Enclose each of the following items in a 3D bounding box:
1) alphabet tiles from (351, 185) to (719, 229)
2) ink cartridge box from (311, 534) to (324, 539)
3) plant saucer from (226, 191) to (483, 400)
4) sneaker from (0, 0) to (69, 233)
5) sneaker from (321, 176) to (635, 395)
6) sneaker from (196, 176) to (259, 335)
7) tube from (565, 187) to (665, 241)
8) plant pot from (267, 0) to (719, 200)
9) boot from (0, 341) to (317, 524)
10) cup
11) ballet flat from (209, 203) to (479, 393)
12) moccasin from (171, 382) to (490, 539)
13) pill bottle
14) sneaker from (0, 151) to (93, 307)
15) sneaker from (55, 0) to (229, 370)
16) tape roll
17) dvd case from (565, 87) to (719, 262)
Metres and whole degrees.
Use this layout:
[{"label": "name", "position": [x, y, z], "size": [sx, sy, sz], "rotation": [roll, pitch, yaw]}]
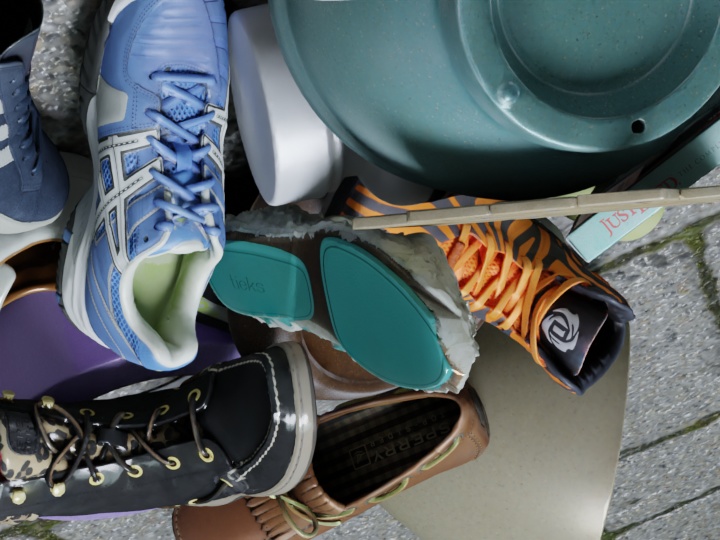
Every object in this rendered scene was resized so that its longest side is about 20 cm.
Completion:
[{"label": "alphabet tiles", "position": [0.095, -0.028, 0.755], "size": [0.165, 0.006, 0.200], "rotation": [-5, 180, 19]}, {"label": "ink cartridge box", "position": [-0.060, 0.204, 1.187], "size": [0.067, 0.201, 0.116], "rotation": [-11, 150, -14]}, {"label": "plant saucer", "position": [0.020, -0.007, 0.979], "size": [0.199, 0.032, 0.202], "rotation": [-22, 133, -25]}, {"label": "sneaker", "position": [-0.161, -0.083, 0.776], "size": [0.084, 0.076, 0.200], "rotation": [-21, 151, 12]}, {"label": "sneaker", "position": [0.074, 0.000, 0.921], "size": [0.199, 0.112, 0.078], "rotation": [17, 109, -44]}, {"label": "sneaker", "position": [-0.046, -0.006, 0.980], "size": [0.199, 0.072, 0.083], "rotation": [15, 135, -45]}, {"label": "tube", "position": [0.116, -0.053, 0.980], "size": [0.058, 0.053, 0.200], "rotation": [8, 177, 28]}, {"label": "plant pot", "position": [0.073, -0.117, 0.706], "size": [0.198, 0.134, 0.203], "rotation": [-4, 104, -15]}, {"label": "boot", "position": [-0.118, 0.088, 0.938], "size": [0.149, 0.074, 0.200], "rotation": [-1, 166, -26]}, {"label": "cup", "position": [0.079, 0.101, 1.148], "size": [0.142, 0.202, 0.201], "rotation": [11, 146, -2]}, {"label": "ballet flat", "position": [0.000, 0.000, 0.816], "size": [0.071, 0.199, 0.073], "rotation": [-11, 108, -34]}, {"label": "moccasin", "position": [-0.022, 0.119, 1.050], "size": [0.200, 0.074, 0.078], "rotation": [-18, 165, 14]}, {"label": "pill bottle", "position": [0.043, -0.096, 0.838], "size": [0.198, 0.120, 0.120], "rotation": [-12, 150, -12]}, {"label": "sneaker", "position": [-0.212, -0.012, 0.857], "size": [0.198, 0.085, 0.073], "rotation": [-4, 149, -24]}, {"label": "sneaker", "position": [-0.087, -0.048, 0.826], "size": [0.075, 0.077, 0.202], "rotation": [-10, 121, -35]}, {"label": "tape roll", "position": [-0.133, 0.072, 1.063], "size": [0.198, 0.066, 0.201], "rotation": [-15, 150, -8]}, {"label": "dvd case", "position": [0.185, -0.086, 0.922], "size": [0.146, 0.022, 0.200], "rotation": [-39, -176, 29]}]
